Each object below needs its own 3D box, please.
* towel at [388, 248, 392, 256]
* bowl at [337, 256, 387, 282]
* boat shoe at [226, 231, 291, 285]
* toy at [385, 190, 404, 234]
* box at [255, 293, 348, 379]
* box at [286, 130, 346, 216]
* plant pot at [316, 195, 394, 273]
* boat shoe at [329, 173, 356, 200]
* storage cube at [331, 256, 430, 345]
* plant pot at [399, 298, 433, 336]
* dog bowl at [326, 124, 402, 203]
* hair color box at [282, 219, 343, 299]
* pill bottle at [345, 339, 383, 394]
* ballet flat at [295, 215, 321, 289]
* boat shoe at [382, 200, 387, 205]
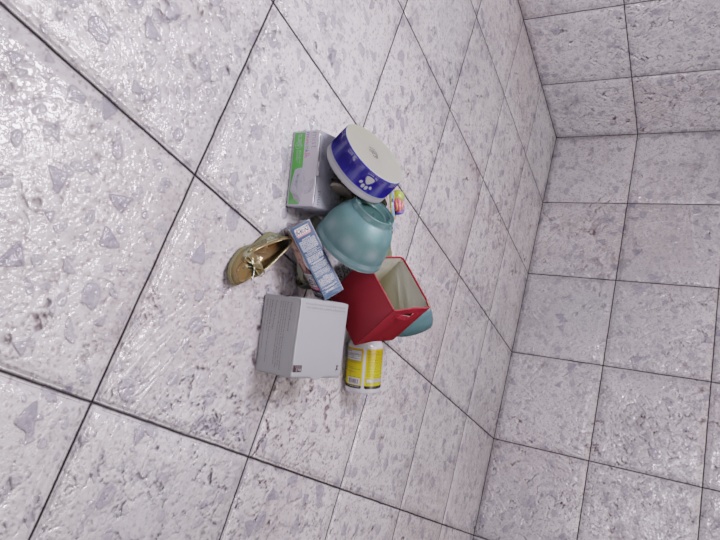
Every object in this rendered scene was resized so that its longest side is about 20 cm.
[{"bbox_3d":[0.047,-0.065,1.915,0.200,0.036,0.150,-36,125,-51],"label":"towel"},{"bbox_3d":[0.000,0.000,1.760,0.199,0.095,0.201,-26,152,-15],"label":"bowl"},{"bbox_3d":[-0.244,-0.033,1.415,0.200,0.062,0.074,-51,135,-42],"label":"boat shoe"},{"bbox_3d":[0.108,-0.211,1.768,0.200,0.047,0.116,63,28,-58],"label":"toy"},{"bbox_3d":[-0.148,0.171,1.521,0.198,0.130,0.202,13,83,-54],"label":"box"},{"bbox_3d":[-0.102,-0.255,1.585,0.176,0.096,0.202,7,88,-58],"label":"box"},{"bbox_3d":[0.005,-0.110,1.516,0.135,0.200,0.200,-53,160,27],"label":"plant pot"},{"bbox_3d":[-0.013,-0.209,1.589,0.200,0.066,0.058,37,67,-54],"label":"boat shoe"},{"bbox_3d":[0.053,0.082,1.643,0.170,0.180,0.201,-1,54,-48],"label":"storage cube"},{"bbox_3d":[0.114,0.129,1.851,0.134,0.200,0.202,-28,122,-22],"label":"plant pot"},{"bbox_3d":[0.012,-0.276,1.509,0.199,0.079,0.201,33,34,-25],"label":"dog bowl"},{"bbox_3d":[-0.124,-0.029,1.512,0.060,0.100,0.201,-29,101,-16],"label":"hair color box"},{"bbox_3d":[0.014,0.277,1.835,0.112,0.111,0.202,3,92,-59],"label":"pill bottle"},{"bbox_3d":[-0.140,-0.050,1.583,0.063,0.067,0.202,6,88,-49],"label":"ballet flat"},{"bbox_3d":[0.031,-0.270,1.805,0.076,0.072,0.202,17,50,-39],"label":"boat shoe"}]
